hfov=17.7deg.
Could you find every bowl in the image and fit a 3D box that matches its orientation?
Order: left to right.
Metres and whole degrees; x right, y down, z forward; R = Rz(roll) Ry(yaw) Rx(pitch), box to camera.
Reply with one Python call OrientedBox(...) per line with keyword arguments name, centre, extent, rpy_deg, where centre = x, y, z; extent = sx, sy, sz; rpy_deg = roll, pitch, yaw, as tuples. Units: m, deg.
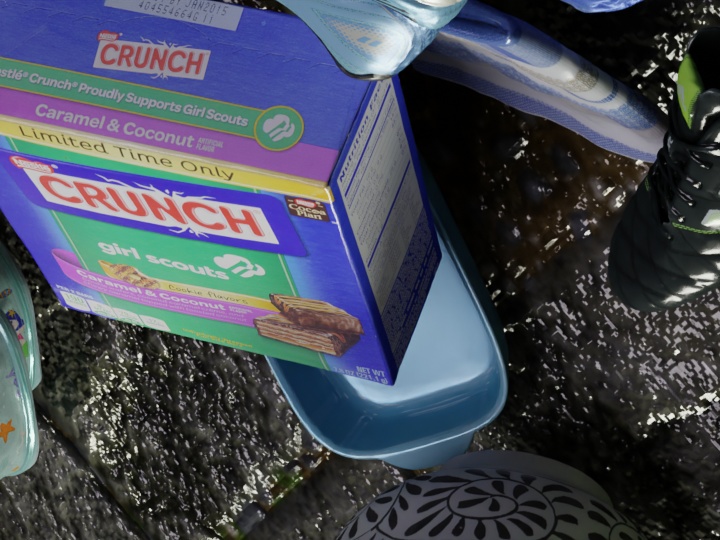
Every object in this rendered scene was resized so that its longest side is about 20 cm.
OrientedBox(name="bowl", centre=(0.068, 0.146, 1.087), extent=(0.201, 0.094, 0.201), rpy_deg=(10, 147, 7))

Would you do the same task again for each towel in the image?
OrientedBox(name="towel", centre=(0.041, -0.090, 0.918), extent=(0.147, 0.200, 0.024), rpy_deg=(25, 92, 28))

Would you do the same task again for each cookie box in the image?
OrientedBox(name="cookie box", centre=(-0.065, -0.037, 0.975), extent=(0.171, 0.075, 0.200), rpy_deg=(13, 157, 15))

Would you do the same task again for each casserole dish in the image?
OrientedBox(name="casserole dish", centre=(0.000, 0.000, 1.098), extent=(0.121, 0.039, 0.200), rpy_deg=(-19, 104, 31))

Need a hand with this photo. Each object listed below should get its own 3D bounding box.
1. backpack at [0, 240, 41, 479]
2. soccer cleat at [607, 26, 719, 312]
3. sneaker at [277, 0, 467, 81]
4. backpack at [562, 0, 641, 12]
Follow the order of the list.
OrientedBox(name="backpack", centre=(-0.269, 0.050, 1.329), extent=(0.200, 0.151, 0.178), rpy_deg=(32, 138, 35))
OrientedBox(name="soccer cleat", centre=(0.143, -0.054, 0.889), extent=(0.200, 0.081, 0.068), rpy_deg=(-49, 42, 42))
OrientedBox(name="sneaker", centre=(-0.047, -0.137, 0.778), extent=(0.200, 0.078, 0.090), rpy_deg=(46, 142, 18))
OrientedBox(name="backpack", centre=(0.055, -0.181, 0.839), extent=(0.200, 0.168, 0.163), rpy_deg=(30, 141, 26))
